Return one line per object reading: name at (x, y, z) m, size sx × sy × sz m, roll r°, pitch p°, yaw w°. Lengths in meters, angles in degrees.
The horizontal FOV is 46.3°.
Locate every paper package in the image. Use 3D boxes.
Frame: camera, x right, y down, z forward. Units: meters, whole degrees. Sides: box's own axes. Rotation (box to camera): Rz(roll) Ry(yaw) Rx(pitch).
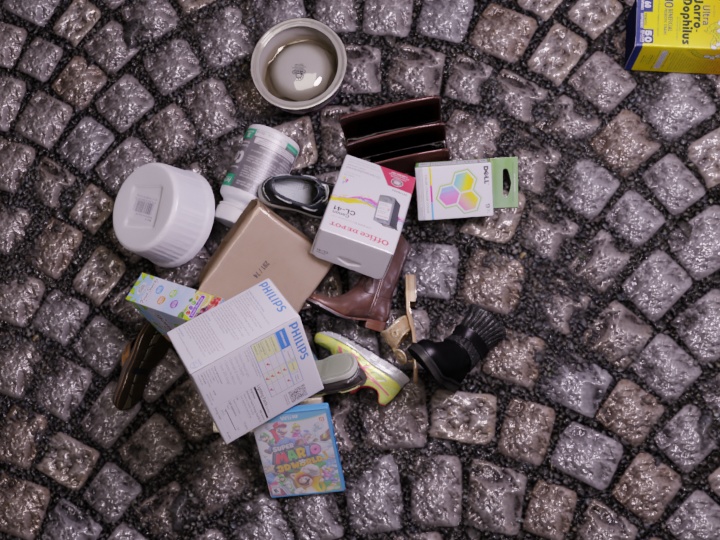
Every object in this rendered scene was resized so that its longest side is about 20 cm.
paper package at (-0.180, -0.001, 1.589) m, size 0.190 × 0.103 × 0.200 m, roll 36°, pitch 93°, yaw -16°

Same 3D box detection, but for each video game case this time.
video game case at (-0.113, 0.331, 1.541) m, size 0.142 × 0.018 × 0.201 m, roll -6°, pitch 119°, yaw 5°

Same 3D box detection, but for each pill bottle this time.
pill bottle at (-0.208, -0.177, 1.670) m, size 0.113 × 0.113 × 0.201 m, roll 21°, pitch 81°, yaw 10°

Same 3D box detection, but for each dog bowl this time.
dog bowl at (-0.122, -0.410, 1.729) m, size 0.199 × 0.074 × 0.201 m, roll -1°, pitch 79°, yaw 5°

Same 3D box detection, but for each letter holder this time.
letter holder at (0.068, -0.256, 1.641) m, size 0.199 × 0.142 × 0.101 m, roll -12°, pitch 77°, yaw 4°

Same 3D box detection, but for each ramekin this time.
ramekin at (-0.390, -0.113, 1.647) m, size 0.200 × 0.098 × 0.201 m, roll -9°, pitch 72°, yaw 31°

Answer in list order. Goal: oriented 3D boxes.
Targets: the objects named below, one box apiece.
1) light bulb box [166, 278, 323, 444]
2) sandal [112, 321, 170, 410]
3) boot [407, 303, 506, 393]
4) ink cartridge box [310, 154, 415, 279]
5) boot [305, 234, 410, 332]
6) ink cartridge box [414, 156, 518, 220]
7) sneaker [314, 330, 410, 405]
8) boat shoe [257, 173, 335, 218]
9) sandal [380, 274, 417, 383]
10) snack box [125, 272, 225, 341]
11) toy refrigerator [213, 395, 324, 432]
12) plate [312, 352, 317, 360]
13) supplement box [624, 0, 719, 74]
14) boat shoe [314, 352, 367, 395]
light bulb box at (-0.194, 0.156, 1.451) m, size 0.199 × 0.199 × 0.125 m, roll -28°, pitch 44°, yaw -15°
sandal at (-0.436, 0.175, 1.655) m, size 0.054 × 0.082 × 0.201 m, roll 23°, pitch 89°, yaw 32°
boot at (0.176, 0.127, 1.524) m, size 0.158 × 0.211 × 0.079 m, roll -48°, pitch 63°, yaw 0°
ink cartridge box at (0.008, -0.102, 1.569) m, size 0.147 × 0.086 × 0.201 m, roll 19°, pitch 51°, yaw -2°
boot at (0.000, 0.000, 1.605) m, size 0.186 × 0.064 × 0.201 m, roll 21°, pitch 83°, yaw -33°
ink cartridge box at (0.207, -0.159, 1.628) m, size 0.199 × 0.059 × 0.104 m, roll -3°, pitch 106°, yaw 6°
sneaker at (-0.011, 0.184, 1.595) m, size 0.200 × 0.078 × 0.091 m, roll 31°, pitch 88°, yaw 12°
boat shoe at (-0.097, -0.145, 1.631) m, size 0.199 × 0.060 × 0.076 m, roll -1°, pitch 80°, yaw -31°
sandal at (0.072, 0.110, 1.601) m, size 0.069 × 0.078 × 0.213 m, roll 0°, pitch 71°, yaw 2°
snack box at (-0.310, 0.094, 1.567) m, size 0.199 × 0.169 × 0.068 m, roll 16°, pitch 64°, yaw 30°
toy refrigerator at (-0.169, 0.267, 1.569) m, size 0.199 × 0.076 × 0.070 m, roll 0°, pitch 88°, yaw 1°
plate at (-0.173, 0.218, 1.632) m, size 0.199 × 0.026 × 0.201 m, roll -1°, pitch 79°, yaw 7°
supplement box at (0.625, -0.457, 1.637) m, size 0.199 × 0.110 × 0.109 m, roll 4°, pitch 79°, yaw 7°
boat shoe at (-0.083, 0.202, 1.564) m, size 0.200 × 0.061 × 0.072 m, roll -10°, pitch 47°, yaw 30°
